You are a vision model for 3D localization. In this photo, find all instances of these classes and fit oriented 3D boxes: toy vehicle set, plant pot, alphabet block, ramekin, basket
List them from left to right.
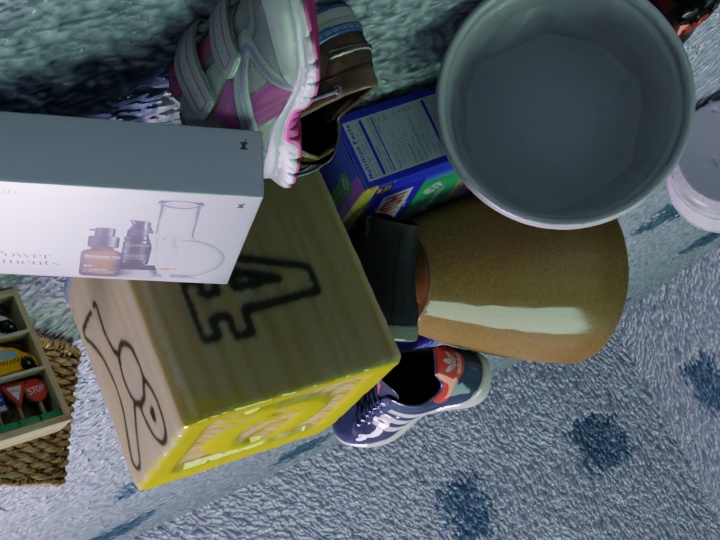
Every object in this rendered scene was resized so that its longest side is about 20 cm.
[{"bbox_3d":[-0.338,0.092,0.995,0.200,0.125,0.026,-15,163,-45],"label":"toy vehicle set"},{"bbox_3d":[-0.372,0.129,1.216,0.142,0.150,0.200,4,172,11],"label":"basket"},{"bbox_3d":[-0.115,0.043,1.061,0.196,0.201,0.195,-16,163,-27],"label":"alphabet block"},{"bbox_3d":[0.118,0.004,1.206,0.199,0.187,0.186,-3,156,-34],"label":"plant pot"},{"bbox_3d":[0.158,-0.130,1.019,0.200,0.201,0.105,-28,177,0],"label":"ramekin"}]

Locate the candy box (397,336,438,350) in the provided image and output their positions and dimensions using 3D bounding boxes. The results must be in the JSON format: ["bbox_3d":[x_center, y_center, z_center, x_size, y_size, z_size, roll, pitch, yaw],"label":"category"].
[{"bbox_3d":[-0.031,0.034,1.310,0.199,0.169,0.077,-20,162,-31],"label":"candy box"}]

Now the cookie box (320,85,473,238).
[{"bbox_3d":[0.047,-0.098,1.162,0.199,0.075,0.171,-21,168,-24],"label":"cookie box"}]

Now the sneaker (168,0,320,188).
[{"bbox_3d":[-0.074,-0.125,0.785,0.088,0.082,0.200,3,143,-10],"label":"sneaker"}]

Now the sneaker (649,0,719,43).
[{"bbox_3d":[0.225,-0.203,1.131,0.200,0.071,0.098,-28,165,-8],"label":"sneaker"}]

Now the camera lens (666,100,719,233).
[{"bbox_3d":[0.508,-0.143,1.759,0.160,0.160,0.200,-29,167,7],"label":"camera lens"}]

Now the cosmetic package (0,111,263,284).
[{"bbox_3d":[-0.172,-0.043,0.809,0.199,0.052,0.151,3,156,-13],"label":"cosmetic package"}]

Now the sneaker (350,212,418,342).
[{"bbox_3d":[0.000,0.000,1.144,0.075,0.107,0.200,6,-178,-29],"label":"sneaker"}]

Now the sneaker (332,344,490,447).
[{"bbox_3d":[0.030,0.119,1.258,0.200,0.075,0.084,-29,145,35],"label":"sneaker"}]

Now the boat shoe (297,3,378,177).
[{"bbox_3d":[-0.055,-0.106,0.922,0.072,0.073,0.200,-18,164,-36],"label":"boat shoe"}]
